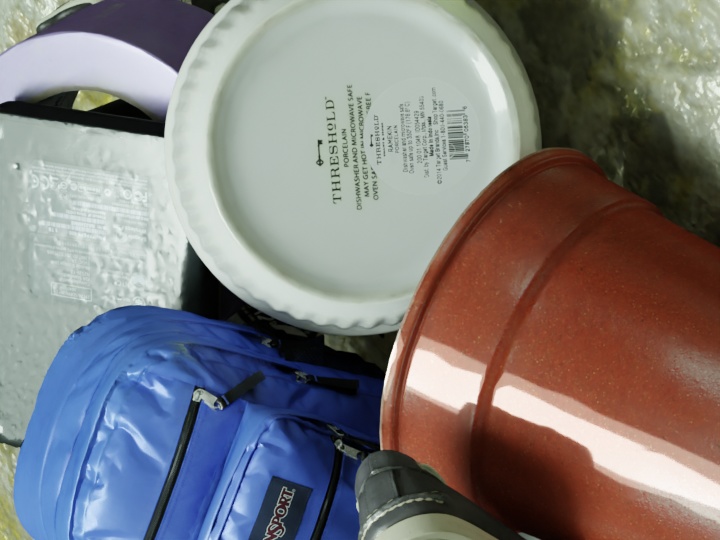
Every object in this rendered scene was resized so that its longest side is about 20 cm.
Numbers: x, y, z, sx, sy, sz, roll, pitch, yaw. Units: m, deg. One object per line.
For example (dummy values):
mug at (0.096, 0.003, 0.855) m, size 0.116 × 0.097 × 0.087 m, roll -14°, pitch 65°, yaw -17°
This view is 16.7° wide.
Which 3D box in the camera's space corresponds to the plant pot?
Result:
plant pot at (0.146, 0.067, 1.191) m, size 0.195 × 0.201 × 0.201 m, roll 25°, pitch 130°, yaw 31°

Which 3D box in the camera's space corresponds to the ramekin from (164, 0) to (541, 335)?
ramekin at (-0.002, -0.064, 1.248) m, size 0.105 × 0.200 × 0.200 m, roll -150°, pitch 35°, yaw -86°

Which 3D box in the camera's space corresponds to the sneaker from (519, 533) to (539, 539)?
sneaker at (0.044, 0.161, 1.386) m, size 0.100 × 0.200 × 0.075 m, roll 59°, pitch -172°, yaw 12°

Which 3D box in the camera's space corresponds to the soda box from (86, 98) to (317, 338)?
soda box at (-0.110, -0.019, 1.546) m, size 0.200 × 0.071 × 0.063 m, roll 48°, pitch 137°, yaw 20°

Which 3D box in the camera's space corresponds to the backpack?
backpack at (-0.068, 0.103, 1.284) m, size 0.168 × 0.200 × 0.163 m, roll 16°, pitch 88°, yaw 64°

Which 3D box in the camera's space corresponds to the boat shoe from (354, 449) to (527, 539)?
boat shoe at (0.061, 0.141, 1.176) m, size 0.073 × 0.200 × 0.063 m, roll -35°, pitch 51°, yaw 15°

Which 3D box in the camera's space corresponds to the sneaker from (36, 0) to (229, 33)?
sneaker at (-0.117, -0.133, 1.474) m, size 0.200 × 0.088 × 0.076 m, roll 7°, pitch 115°, yaw 48°

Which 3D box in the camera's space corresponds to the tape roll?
tape roll at (-0.134, -0.054, 1.425) m, size 0.200 × 0.085 × 0.200 m, roll 9°, pitch 113°, yaw 21°

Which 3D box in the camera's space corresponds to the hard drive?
hard drive at (-0.146, 0.012, 1.378) m, size 0.139 × 0.033 × 0.200 m, roll 10°, pitch 108°, yaw 22°

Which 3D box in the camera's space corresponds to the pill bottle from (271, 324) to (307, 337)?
pill bottle at (-0.034, 0.139, 1.474) m, size 0.114 × 0.114 × 0.200 m, roll 11°, pitch 136°, yaw 48°

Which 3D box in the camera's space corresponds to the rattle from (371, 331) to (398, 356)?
rattle at (0.000, 0.000, 1.336) m, size 0.130 × 0.143 × 0.200 m, roll 6°, pitch 96°, yaw 39°
